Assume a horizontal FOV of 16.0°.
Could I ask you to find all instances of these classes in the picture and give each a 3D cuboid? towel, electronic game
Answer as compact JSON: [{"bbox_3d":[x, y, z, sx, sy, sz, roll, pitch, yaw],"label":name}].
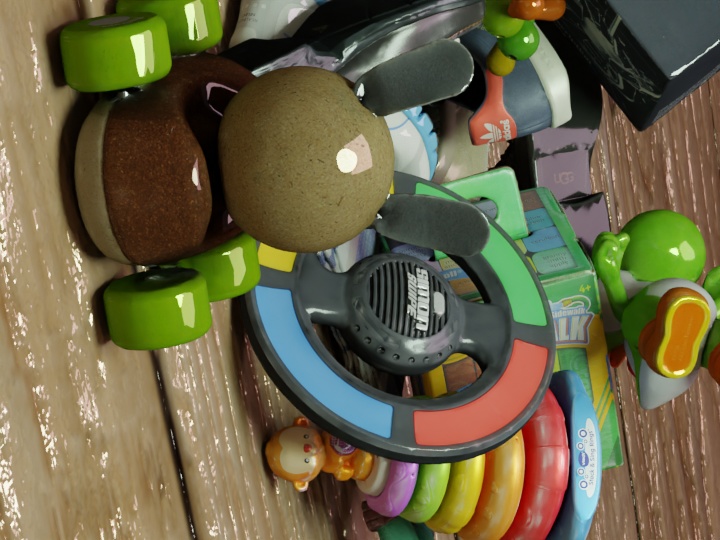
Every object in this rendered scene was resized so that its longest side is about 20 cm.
[{"bbox_3d":[0.000,0.000,1.695,0.201,0.024,0.147,71,20,-44],"label":"towel"},{"bbox_3d":[0.023,0.025,1.522,0.042,0.199,0.201,123,-18,-50],"label":"electronic game"}]

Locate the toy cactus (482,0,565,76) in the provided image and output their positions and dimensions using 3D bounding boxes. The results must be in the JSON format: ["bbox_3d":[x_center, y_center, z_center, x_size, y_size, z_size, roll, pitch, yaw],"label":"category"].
[{"bbox_3d":[0.076,-0.211,1.588,0.166,0.102,0.200,61,-23,1],"label":"toy cactus"}]

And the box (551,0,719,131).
[{"bbox_3d":[0.172,-0.214,1.700,0.200,0.104,0.182,52,-5,7],"label":"box"}]

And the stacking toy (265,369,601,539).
[{"bbox_3d":[0.037,0.114,1.555,0.110,0.199,0.117,148,-54,-64],"label":"stacking toy"}]

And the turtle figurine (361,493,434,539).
[{"bbox_3d":[0.026,0.211,1.617,0.150,0.100,0.201,68,15,-65],"label":"turtle figurine"}]

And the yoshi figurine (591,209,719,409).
[{"bbox_3d":[0.202,0.011,1.663,0.113,0.112,0.200,67,-9,-16],"label":"yoshi figurine"}]

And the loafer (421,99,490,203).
[{"bbox_3d":[0.056,-0.110,1.779,0.068,0.075,0.201,47,37,-33],"label":"loafer"}]

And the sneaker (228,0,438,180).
[{"bbox_3d":[-0.024,-0.098,1.563,0.200,0.075,0.087,51,48,-37],"label":"sneaker"}]

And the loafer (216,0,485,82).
[{"bbox_3d":[-0.007,-0.114,1.487,0.199,0.073,0.073,-25,113,-26],"label":"loafer"}]

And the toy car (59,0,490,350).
[{"bbox_3d":[-0.033,-0.060,1.303,0.158,0.199,0.165,-47,131,-67],"label":"toy car"}]

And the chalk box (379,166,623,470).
[{"bbox_3d":[0.089,0.031,1.683,0.124,0.124,0.201,-110,-173,-59],"label":"chalk box"}]

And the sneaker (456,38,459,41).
[{"bbox_3d":[0.006,-0.192,1.550,0.080,0.076,0.201,-32,125,-31],"label":"sneaker"}]

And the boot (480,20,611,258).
[{"bbox_3d":[0.098,-0.065,1.826,0.069,0.174,0.201,1,79,-33],"label":"boot"}]

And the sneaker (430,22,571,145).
[{"bbox_3d":[0.063,-0.160,1.717,0.075,0.084,0.200,75,-13,-48],"label":"sneaker"}]
